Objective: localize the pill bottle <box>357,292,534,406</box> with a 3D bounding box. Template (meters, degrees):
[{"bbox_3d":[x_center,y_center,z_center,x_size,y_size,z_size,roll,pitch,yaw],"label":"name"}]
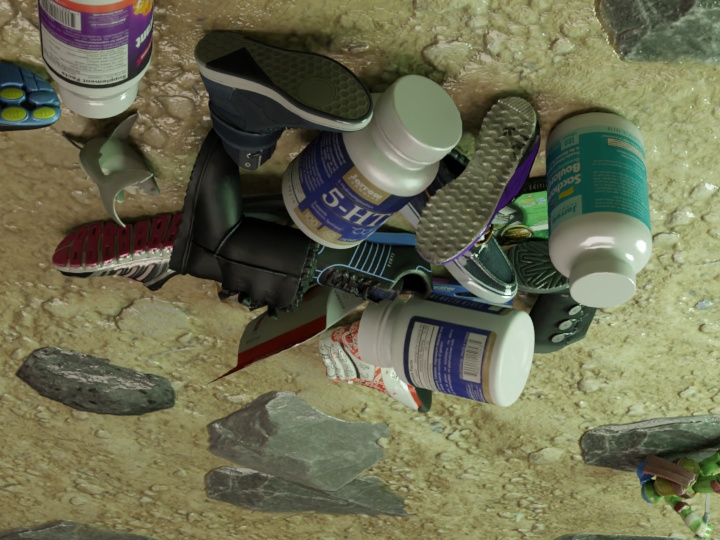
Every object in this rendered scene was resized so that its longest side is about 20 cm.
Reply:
[{"bbox_3d":[0.104,0.091,1.795,0.199,0.120,0.120,12,152,26],"label":"pill bottle"}]

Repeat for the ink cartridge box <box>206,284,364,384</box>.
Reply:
[{"bbox_3d":[-0.094,0.066,1.812,0.162,0.050,0.200,-25,-178,35],"label":"ink cartridge box"}]

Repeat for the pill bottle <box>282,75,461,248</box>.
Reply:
[{"bbox_3d":[0.014,-0.119,1.554,0.119,0.120,0.200,21,143,-26],"label":"pill bottle"}]

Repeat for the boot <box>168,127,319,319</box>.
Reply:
[{"bbox_3d":[-0.122,-0.050,1.645,0.162,0.073,0.199,19,116,4],"label":"boot"}]

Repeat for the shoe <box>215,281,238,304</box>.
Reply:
[{"bbox_3d":[-0.161,-0.013,1.784,0.053,0.070,0.200,15,159,16],"label":"shoe"}]

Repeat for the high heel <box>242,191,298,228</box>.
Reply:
[{"bbox_3d":[-0.071,-0.025,1.762,0.142,0.072,0.200,-5,141,14],"label":"high heel"}]

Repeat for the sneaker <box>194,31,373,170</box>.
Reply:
[{"bbox_3d":[-0.074,-0.159,1.511,0.201,0.077,0.147,23,146,20],"label":"sneaker"}]

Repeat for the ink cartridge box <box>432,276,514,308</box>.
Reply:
[{"bbox_3d":[0.131,0.065,1.908,0.118,0.042,0.200,5,146,-3],"label":"ink cartridge box"}]

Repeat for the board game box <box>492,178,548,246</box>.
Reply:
[{"bbox_3d":[0.182,-0.066,1.723,0.199,0.024,0.105,-8,144,16],"label":"board game box"}]

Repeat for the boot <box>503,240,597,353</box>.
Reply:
[{"bbox_3d":[0.229,0.038,1.819,0.164,0.066,0.200,-4,153,-12],"label":"boot"}]

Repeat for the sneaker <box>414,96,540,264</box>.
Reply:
[{"bbox_3d":[0.138,-0.084,1.575,0.069,0.201,0.099,34,178,23],"label":"sneaker"}]

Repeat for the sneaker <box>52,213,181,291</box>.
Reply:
[{"bbox_3d":[-0.281,-0.013,1.793,0.199,0.074,0.088,-9,139,9],"label":"sneaker"}]

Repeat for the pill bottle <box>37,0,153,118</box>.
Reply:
[{"bbox_3d":[-0.258,-0.242,1.409,0.111,0.112,0.200,6,147,-5],"label":"pill bottle"}]

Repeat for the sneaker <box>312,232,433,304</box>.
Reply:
[{"bbox_3d":[0.000,0.000,1.737,0.199,0.078,0.070,-3,147,-29],"label":"sneaker"}]

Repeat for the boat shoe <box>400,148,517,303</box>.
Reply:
[{"bbox_3d":[0.127,-0.052,1.654,0.200,0.071,0.091,45,131,-11],"label":"boat shoe"}]

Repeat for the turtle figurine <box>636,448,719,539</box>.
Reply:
[{"bbox_3d":[0.542,0.346,2.219,0.144,0.201,0.194,-13,162,-49],"label":"turtle figurine"}]

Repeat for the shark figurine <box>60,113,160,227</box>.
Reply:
[{"bbox_3d":[-0.269,-0.131,1.592,0.128,0.215,0.090,42,96,-6],"label":"shark figurine"}]

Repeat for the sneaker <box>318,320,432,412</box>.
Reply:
[{"bbox_3d":[0.018,0.137,2.008,0.107,0.068,0.202,-12,140,23],"label":"sneaker"}]

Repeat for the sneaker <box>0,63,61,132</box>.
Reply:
[{"bbox_3d":[-0.417,-0.176,1.573,0.198,0.071,0.083,-3,160,11],"label":"sneaker"}]

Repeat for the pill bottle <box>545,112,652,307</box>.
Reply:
[{"bbox_3d":[0.257,-0.063,1.559,0.110,0.201,0.111,2,147,1],"label":"pill bottle"}]
